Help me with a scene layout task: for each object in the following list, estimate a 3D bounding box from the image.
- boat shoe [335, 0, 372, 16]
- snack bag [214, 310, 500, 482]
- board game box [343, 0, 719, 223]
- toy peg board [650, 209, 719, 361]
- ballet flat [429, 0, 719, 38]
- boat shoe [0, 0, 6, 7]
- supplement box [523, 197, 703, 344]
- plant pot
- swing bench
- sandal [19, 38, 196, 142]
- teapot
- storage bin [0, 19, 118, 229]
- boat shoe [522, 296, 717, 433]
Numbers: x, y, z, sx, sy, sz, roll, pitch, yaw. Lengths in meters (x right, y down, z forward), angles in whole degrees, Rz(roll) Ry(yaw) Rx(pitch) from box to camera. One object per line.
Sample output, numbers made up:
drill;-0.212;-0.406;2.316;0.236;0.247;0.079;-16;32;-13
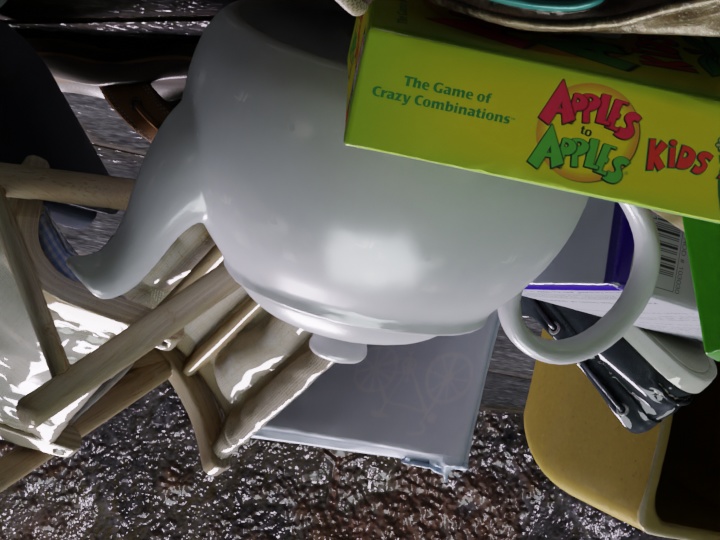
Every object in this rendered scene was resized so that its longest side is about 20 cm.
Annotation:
boat shoe;0.007;-0.123;0.951;0.201;0.075;0.075;5;172;26
snack bag;0.000;0.000;1.414;0.188;0.201;0.021;5;165;39
board game box;0.096;-0.064;1.026;0.199;0.048;0.102;12;-158;-4
toy peg board;0.236;-0.015;1.206;0.198;0.098;0.200;-15;165;21
ballet flat;0.104;-0.105;0.979;0.199;0.071;0.065;7;157;25
boat shoe;-0.202;-0.131;1.205;0.060;0.076;0.200;46;-176;2
supplement box;0.169;-0.022;1.437;0.199;0.102;0.103;15;170;-40
plant pot;0.216;0.073;1.801;0.193;0.197;0.200;13;178;-32
swing bench;-0.125;0.028;1.317;0.199;0.130;0.199;-13;163;-33
sandal;-0.106;-0.087;1.441;0.199;0.055;0.082;6;172;17
teapot;0.010;-0.029;1.208;0.199;0.147;0.197;19;-163;26
storage bin;-0.238;-0.059;1.348;0.134;0.146;0.200;-35;162;13
boat shoe;0.107;0.012;1.538;0.199;0.066;0.074;42;-155;8
